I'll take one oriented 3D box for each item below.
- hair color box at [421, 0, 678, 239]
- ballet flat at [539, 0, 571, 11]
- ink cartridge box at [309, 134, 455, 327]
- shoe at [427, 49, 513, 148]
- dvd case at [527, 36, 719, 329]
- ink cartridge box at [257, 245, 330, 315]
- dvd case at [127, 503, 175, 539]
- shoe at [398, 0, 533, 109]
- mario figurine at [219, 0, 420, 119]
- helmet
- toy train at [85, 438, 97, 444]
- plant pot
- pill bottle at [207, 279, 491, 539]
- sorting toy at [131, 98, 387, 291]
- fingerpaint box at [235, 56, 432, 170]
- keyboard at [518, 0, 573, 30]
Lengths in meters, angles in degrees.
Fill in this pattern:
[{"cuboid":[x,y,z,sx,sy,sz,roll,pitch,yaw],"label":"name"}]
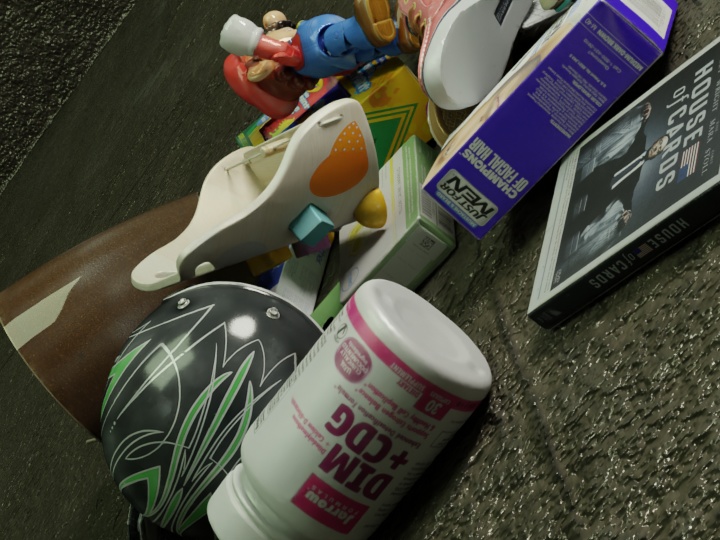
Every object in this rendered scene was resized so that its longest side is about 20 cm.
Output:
[{"cuboid":[0.136,-0.125,1.365,0.200,0.065,0.109,-48,6,29],"label":"hair color box"},{"cuboid":[0.157,-0.248,1.449,0.070,0.069,0.200,-48,0,25],"label":"ballet flat"},{"cuboid":[0.000,0.000,1.569,0.200,0.048,0.146,-46,22,23],"label":"ink cartridge box"},{"cuboid":[0.095,-0.149,1.559,0.201,0.069,0.054,-74,-4,-49],"label":"shoe"},{"cuboid":[0.188,-0.063,1.223,0.200,0.025,0.151,-39,25,45],"label":"dvd case"},{"cuboid":[-0.086,0.052,1.705,0.094,0.044,0.201,-39,25,40],"label":"ink cartridge box"},{"cuboid":[-0.171,0.207,1.578,0.200,0.016,0.150,-89,-2,-59],"label":"dvd case"},{"cuboid":[0.069,-0.190,1.500,0.091,0.072,0.201,-8,36,34],"label":"shoe"},{"cuboid":[-0.044,-0.211,1.669,0.199,0.123,0.106,-15,42,37],"label":"mario figurine"},{"cuboid":[-0.104,0.106,1.435,0.201,0.199,0.191,-56,3,2],"label":"helmet"},{"cuboid":[-0.209,0.106,1.887,0.200,0.085,0.116,-30,22,55],"label":"toy train"},{"cuboid":[-0.191,0.028,1.693,0.200,0.187,0.187,-40,20,4],"label":"plant pot"},{"cuboid":[-0.011,0.115,1.295,0.200,0.113,0.114,-52,19,16],"label":"pill bottle"},{"cuboid":[-0.093,-0.038,1.510,0.179,0.107,0.200,-30,6,-27],"label":"sorting toy"},{"cuboid":[-0.022,-0.130,1.733,0.167,0.073,0.200,-40,19,3],"label":"fingerpaint box"},{"cuboid":[0.100,-0.232,1.604,0.056,0.011,0.200,-20,26,-27],"label":"keyboard"}]
